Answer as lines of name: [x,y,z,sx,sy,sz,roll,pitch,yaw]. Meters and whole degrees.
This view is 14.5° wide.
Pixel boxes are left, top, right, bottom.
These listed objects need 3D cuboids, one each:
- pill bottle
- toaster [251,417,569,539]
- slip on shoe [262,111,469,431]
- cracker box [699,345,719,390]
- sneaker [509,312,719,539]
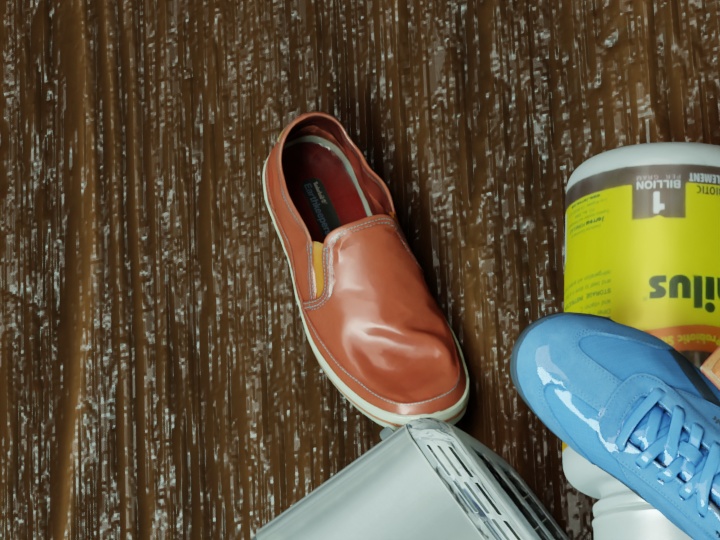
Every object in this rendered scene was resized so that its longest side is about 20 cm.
pill bottle: [0.153,0.046,1.390,0.109,0.109,0.202,-7,73,27]
toaster: [0.044,0.170,1.411,0.129,0.114,0.200,-43,56,9]
slip on shoe: [0.000,0.000,1.505,0.074,0.061,0.201,-17,61,-13]
cracker box: [0.246,0.091,1.272,0.058,0.200,0.134,-47,59,7]
sneaker: [0.157,0.087,1.286,0.200,0.078,0.066,38,90,-6]
